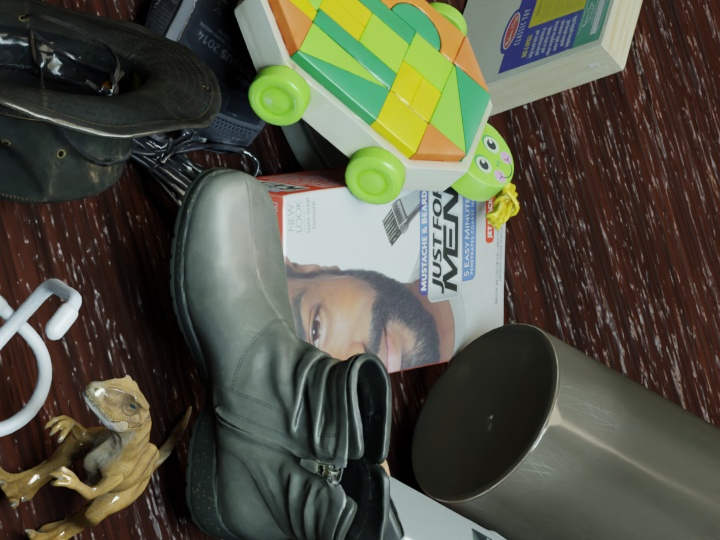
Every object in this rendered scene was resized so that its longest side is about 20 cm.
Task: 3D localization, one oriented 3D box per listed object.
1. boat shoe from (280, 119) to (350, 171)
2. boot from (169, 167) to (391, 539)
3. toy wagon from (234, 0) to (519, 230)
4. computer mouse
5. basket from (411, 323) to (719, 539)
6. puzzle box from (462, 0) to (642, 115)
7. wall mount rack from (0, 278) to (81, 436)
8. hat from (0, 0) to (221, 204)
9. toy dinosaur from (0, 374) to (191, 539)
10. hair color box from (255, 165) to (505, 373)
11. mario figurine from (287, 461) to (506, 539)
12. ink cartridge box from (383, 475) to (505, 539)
[{"bbox_3d":[-0.013,-0.137,1.727,0.070,0.071,0.202,-6,78,-49],"label":"boat shoe"},{"bbox_3d":[-0.030,0.046,1.504,0.067,0.130,0.202,-5,93,-40],"label":"boot"},{"bbox_3d":[0.020,-0.103,1.643,0.200,0.040,0.156,39,40,-14],"label":"toy wagon"},{"bbox_3d":[-0.089,-0.128,1.659,0.138,0.053,0.201,42,58,-26],"label":"computer mouse"},{"bbox_3d":[0.135,0.126,1.698,0.200,0.180,0.137,34,55,-32],"label":"basket"},{"bbox_3d":[0.125,-0.184,1.854,0.025,0.133,0.201,45,46,-31],"label":"puzzle box"},{"bbox_3d":[-0.234,0.038,1.413,0.200,0.075,0.174,43,84,-26],"label":"wall mount rack"},{"bbox_3d":[-0.174,-0.082,1.508,0.200,0.200,0.081,-10,125,-49],"label":"hat"},{"bbox_3d":[-0.124,0.102,1.496,0.106,0.200,0.061,-28,80,-6],"label":"toy dinosaur"},{"bbox_3d":[0.000,0.000,1.664,0.199,0.064,0.112,-10,104,-48],"label":"hair color box"},{"bbox_3d":[0.009,0.168,1.597,0.201,0.106,0.124,57,43,-16],"label":"mario figurine"},{"bbox_3d":[0.053,0.220,1.553,0.199,0.146,0.083,29,13,-21],"label":"ink cartridge box"}]
